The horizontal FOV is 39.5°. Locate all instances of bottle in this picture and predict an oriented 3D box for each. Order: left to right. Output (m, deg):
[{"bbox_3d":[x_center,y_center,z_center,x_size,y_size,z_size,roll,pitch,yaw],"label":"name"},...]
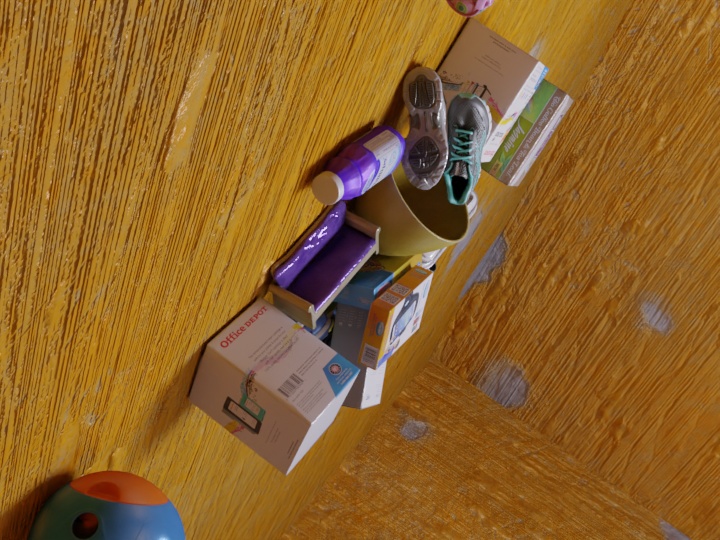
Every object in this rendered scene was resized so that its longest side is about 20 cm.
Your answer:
[{"bbox_3d":[-0.004,-0.155,1.510,0.200,0.065,0.084,-40,162,-53],"label":"bottle"}]

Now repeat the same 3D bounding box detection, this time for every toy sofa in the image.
[{"bbox_3d":[-0.055,-0.014,1.606,0.200,0.083,0.098,-49,155,-29],"label":"toy sofa"}]

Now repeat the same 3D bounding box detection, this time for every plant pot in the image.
[{"bbox_3d":[0.068,-0.105,1.718,0.142,0.201,0.200,-32,-177,34],"label":"plant pot"}]

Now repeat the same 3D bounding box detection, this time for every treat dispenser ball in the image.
[{"bbox_3d":[-0.324,0.359,1.284,0.201,0.200,0.201,-52,168,-16],"label":"treat dispenser ball"}]

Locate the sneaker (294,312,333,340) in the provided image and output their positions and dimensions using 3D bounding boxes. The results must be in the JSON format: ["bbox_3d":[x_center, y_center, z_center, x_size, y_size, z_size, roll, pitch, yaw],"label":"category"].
[{"bbox_3d":[-0.144,0.120,1.714,0.200,0.082,0.074,-38,-163,-10],"label":"sneaker"}]

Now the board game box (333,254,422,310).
[{"bbox_3d":[0.000,0.000,1.739,0.200,0.152,0.041,-39,135,-56],"label":"board game box"}]

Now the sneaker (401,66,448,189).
[{"bbox_3d":[0.112,-0.233,1.623,0.099,0.077,0.201,-53,147,-65],"label":"sneaker"}]

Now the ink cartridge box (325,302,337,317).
[{"bbox_3d":[-0.093,0.081,1.813,0.201,0.059,0.104,-59,170,20],"label":"ink cartridge box"}]

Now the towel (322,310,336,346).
[{"bbox_3d":[-0.063,0.131,1.934,0.112,0.048,0.200,-61,-171,9],"label":"towel"}]

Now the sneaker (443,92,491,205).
[{"bbox_3d":[0.171,-0.192,1.640,0.091,0.077,0.201,-73,165,-48],"label":"sneaker"}]

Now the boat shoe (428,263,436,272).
[{"bbox_3d":[0.094,-0.078,1.906,0.071,0.063,0.201,-54,133,-35],"label":"boat shoe"}]

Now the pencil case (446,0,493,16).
[{"bbox_3d":[0.199,-0.452,1.472,0.200,0.087,0.088,-46,165,-35],"label":"pencil case"}]

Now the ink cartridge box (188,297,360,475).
[{"bbox_3d":[-0.136,0.176,1.554,0.147,0.200,0.146,-44,165,-45],"label":"ink cartridge box"}]

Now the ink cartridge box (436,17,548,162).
[{"bbox_3d":[0.210,-0.309,1.756,0.201,0.144,0.147,-58,169,14],"label":"ink cartridge box"}]

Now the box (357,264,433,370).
[{"bbox_3d":[0.066,0.073,1.703,0.200,0.041,0.120,-36,144,-53],"label":"box"}]

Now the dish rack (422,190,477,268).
[{"bbox_3d":[0.122,-0.122,1.854,0.200,0.172,0.044,-50,-168,-22],"label":"dish rack"}]

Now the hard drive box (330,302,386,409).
[{"bbox_3d":[0.000,0.138,1.785,0.156,0.076,0.201,20,79,-76],"label":"hard drive box"}]

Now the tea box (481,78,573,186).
[{"bbox_3d":[0.264,-0.293,1.897,0.201,0.196,0.134,-59,168,13],"label":"tea box"}]
